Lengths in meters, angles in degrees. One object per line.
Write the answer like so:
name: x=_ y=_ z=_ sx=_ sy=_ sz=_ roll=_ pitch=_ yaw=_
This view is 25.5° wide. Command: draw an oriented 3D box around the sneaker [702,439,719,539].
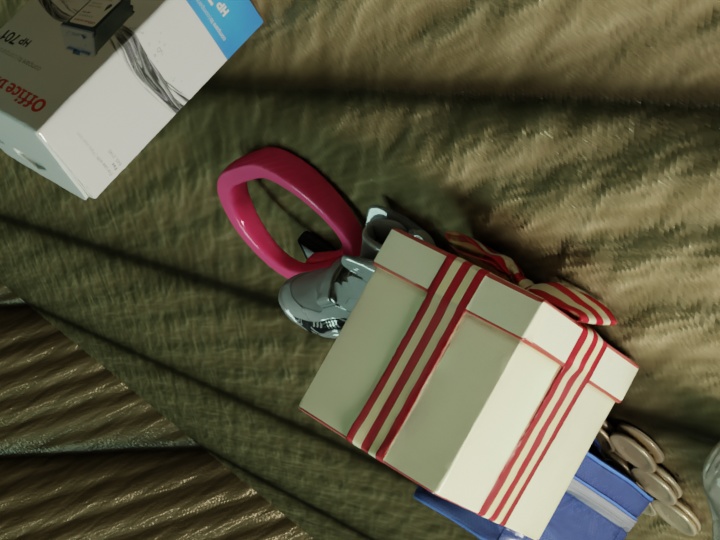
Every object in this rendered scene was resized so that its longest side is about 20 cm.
sneaker: x=0.327 y=0.207 z=1.204 sx=0.114 sy=0.076 sz=0.199 roll=38 pitch=160 yaw=40

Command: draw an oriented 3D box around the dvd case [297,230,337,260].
dvd case: x=0.027 y=0.046 z=1.615 sx=0.200 sy=0.018 sz=0.143 roll=34 pitch=163 yaw=30

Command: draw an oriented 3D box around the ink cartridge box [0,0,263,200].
ink cartridge box: x=-0.199 y=-0.170 z=1.242 sx=0.146 sy=0.200 sz=0.086 roll=27 pitch=159 yaw=42

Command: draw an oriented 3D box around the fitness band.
fitness band: x=-0.070 y=-0.050 z=1.525 sx=0.144 sy=0.037 sz=0.200 roll=51 pitch=158 yaw=-13

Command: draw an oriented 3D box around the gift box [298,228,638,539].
gift box: x=0.092 y=0.081 z=1.254 sx=0.185 sy=0.187 sz=0.200 roll=28 pitch=179 yaw=36

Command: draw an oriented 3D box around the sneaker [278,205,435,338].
sneaker: x=0.000 y=0.000 z=1.402 sx=0.200 sy=0.075 sz=0.115 roll=4 pitch=139 yaw=33

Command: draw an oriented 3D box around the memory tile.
memory tile: x=0.221 y=0.169 z=1.474 sx=0.200 sy=0.017 sz=0.153 roll=23 pitch=156 yaw=52

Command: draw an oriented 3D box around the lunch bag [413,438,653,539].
lunch bag: x=0.153 y=0.186 z=1.396 sx=0.136 sy=0.132 sz=0.200 roll=27 pitch=173 yaw=43
